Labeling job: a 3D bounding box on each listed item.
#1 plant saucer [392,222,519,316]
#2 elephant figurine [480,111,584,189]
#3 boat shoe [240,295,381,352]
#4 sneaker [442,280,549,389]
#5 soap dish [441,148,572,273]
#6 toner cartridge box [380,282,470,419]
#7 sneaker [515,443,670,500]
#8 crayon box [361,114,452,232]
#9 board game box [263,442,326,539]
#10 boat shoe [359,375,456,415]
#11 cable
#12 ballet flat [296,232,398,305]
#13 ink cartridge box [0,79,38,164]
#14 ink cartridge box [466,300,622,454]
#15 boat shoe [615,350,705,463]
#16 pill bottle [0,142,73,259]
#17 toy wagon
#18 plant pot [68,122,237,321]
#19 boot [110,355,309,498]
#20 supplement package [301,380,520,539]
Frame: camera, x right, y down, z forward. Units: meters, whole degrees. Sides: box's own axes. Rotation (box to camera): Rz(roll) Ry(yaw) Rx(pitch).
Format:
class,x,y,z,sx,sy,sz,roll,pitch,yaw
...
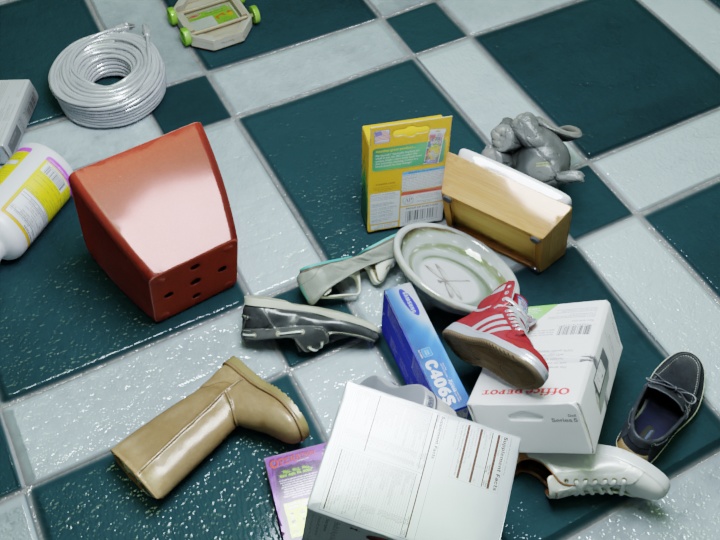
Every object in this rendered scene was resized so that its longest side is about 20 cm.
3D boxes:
class,x,y,z,sx,sy,sz,roll,pitch,yaw
plant saucer,0.131,0.010,1.264,0.197,0.051,0.201,17,34,-12
elephant figurine,0.284,-0.195,1.403,0.157,0.140,0.199,62,31,0
boat shoe,-0.069,0.082,1.229,0.196,0.072,0.069,9,88,-4
sneaker,0.191,0.074,1.080,0.112,0.072,0.199,-38,22,-14
soap dish,0.212,-0.085,1.304,0.198,0.158,0.082,27,75,18
toner cartridge box,0.084,0.124,1.170,0.042,0.096,0.202,-15,55,-15
sneaker,0.278,0.260,1.093,0.197,0.073,0.085,15,55,24
crayon box,0.066,-0.156,1.317,0.123,0.202,0.052,-9,48,-10
board game box,-0.013,0.268,1.098,0.196,0.033,0.121,-11,58,-12
boat shoe,0.053,0.177,1.100,0.069,0.199,0.072,31,70,-22
cable,-0.436,-0.333,1.522,0.197,0.070,0.202,-18,56,-14
ballet flat,0.000,0.000,1.292,0.197,0.067,0.065,-21,84,-24
ink cartridge box,-0.659,-0.247,1.470,0.196,0.051,0.164,-2,52,8
ink cartridge box,0.238,0.134,1.114,0.143,0.085,0.201,-7,31,32
boat shoe,0.405,0.175,1.164,0.074,0.063,0.200,32,57,23
pill bottle,-0.519,-0.089,1.308,0.103,0.105,0.201,19,54,13
toy wagon,-0.288,-0.495,1.670,0.153,0.040,0.201,-23,56,-19
plant pot,-0.273,-0.052,1.243,0.198,0.201,0.177,-26,68,-21
boot,-0.187,0.218,1.111,0.174,0.067,0.199,29,55,35
supplement package,0.050,0.249,0.980,0.197,0.192,0.149,17,63,4
